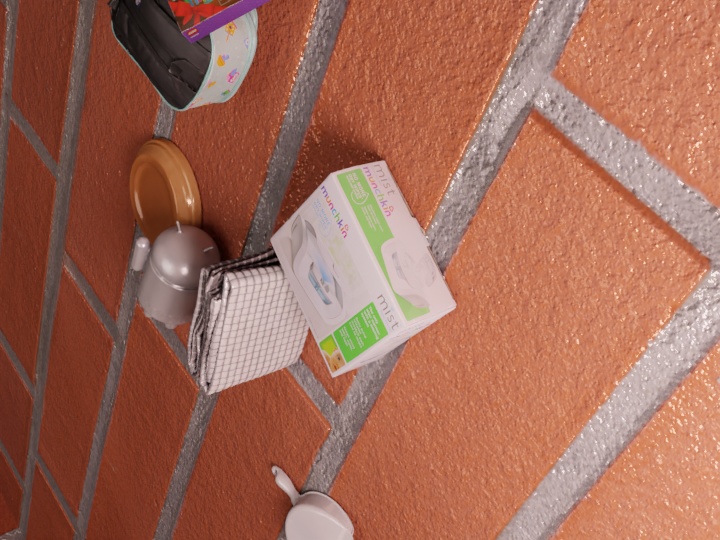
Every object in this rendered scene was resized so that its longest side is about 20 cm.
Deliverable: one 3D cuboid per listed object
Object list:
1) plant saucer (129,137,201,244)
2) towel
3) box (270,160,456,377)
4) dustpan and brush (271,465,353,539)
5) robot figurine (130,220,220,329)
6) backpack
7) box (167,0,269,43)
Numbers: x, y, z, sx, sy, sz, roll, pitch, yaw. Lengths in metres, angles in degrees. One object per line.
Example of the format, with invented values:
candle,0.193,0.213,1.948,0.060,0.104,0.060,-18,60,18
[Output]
plant saucer,-0.338,-0.120,1.415,0.198,0.037,0.205,19,117,43
towel,-0.155,0.061,1.178,0.086,0.163,0.203,43,132,36
box,0.000,0.000,1.034,0.176,0.095,0.203,-38,74,50
dustpan and brush,-0.087,0.384,1.310,0.199,0.057,0.141,39,119,24
robot figurine,-0.292,0.008,1.351,0.167,0.114,0.201,26,132,-7
backpack,-0.227,-0.324,1.127,0.176,0.152,0.202,-48,66,39
box,-0.153,-0.387,1.013,0.197,0.039,0.139,-27,82,4
